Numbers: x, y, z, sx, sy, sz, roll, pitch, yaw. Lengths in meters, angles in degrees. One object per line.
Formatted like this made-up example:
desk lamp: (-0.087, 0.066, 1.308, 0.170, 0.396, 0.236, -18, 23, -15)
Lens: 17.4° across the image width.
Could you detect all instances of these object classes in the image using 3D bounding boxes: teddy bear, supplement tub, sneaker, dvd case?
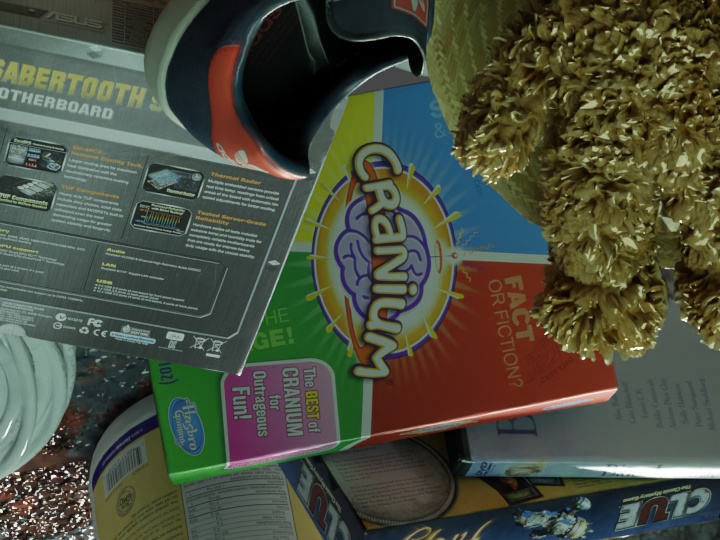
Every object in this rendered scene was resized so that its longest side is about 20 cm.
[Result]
teddy bear: (0.101, -0.061, 0.823, 0.144, 0.067, 0.201, 13, 107, 13)
supplement tub: (-0.056, 0.168, 1.172, 0.145, 0.201, 0.146, -8, 140, -7)
sneaker: (0.008, -0.118, 0.812, 0.075, 0.085, 0.200, 20, 107, -44)
dvd case: (0.127, 0.032, 1.112, 0.199, 0.143, 0.018, 2, 147, -17)

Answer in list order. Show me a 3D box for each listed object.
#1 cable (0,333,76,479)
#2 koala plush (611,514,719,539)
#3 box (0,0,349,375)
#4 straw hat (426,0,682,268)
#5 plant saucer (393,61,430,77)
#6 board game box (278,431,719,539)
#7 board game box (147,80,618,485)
cable: (-0.230, 0.036, 1.077, 0.199, 0.069, 0.200, -19, 140, 8)
koala plush: (0.235, 0.128, 1.247, 0.177, 0.184, 0.200, -38, 146, 26)
box: (-0.121, -0.043, 0.921, 0.199, 0.048, 0.159, 10, 131, -14)
straw hat: (0.130, -0.101, 0.886, 0.200, 0.085, 0.202, 5, 105, 17)
plant saucer: (0.066, -0.163, 0.944, 0.199, 0.050, 0.201, -7, 140, -6)
board game box: (0.059, 0.076, 1.112, 0.199, 0.136, 0.035, -6, 129, -27)
board game box: (0.000, 0.000, 1.036, 0.199, 0.154, 0.040, -11, 171, -4)
